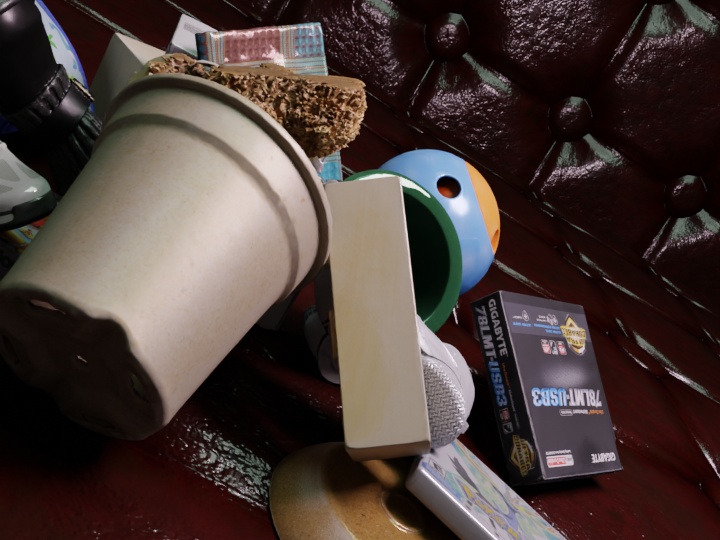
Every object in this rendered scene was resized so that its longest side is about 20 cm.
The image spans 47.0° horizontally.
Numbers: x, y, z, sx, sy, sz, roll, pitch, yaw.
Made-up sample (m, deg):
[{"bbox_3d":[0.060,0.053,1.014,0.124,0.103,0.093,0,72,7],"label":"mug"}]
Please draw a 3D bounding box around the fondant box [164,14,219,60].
[{"bbox_3d":[-0.197,-0.140,0.829,0.057,0.203,0.145,22,21,-17],"label":"fondant box"}]

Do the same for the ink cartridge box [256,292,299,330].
[{"bbox_3d":[-0.132,-0.043,0.886,0.145,0.087,0.201,27,18,-18],"label":"ink cartridge box"}]

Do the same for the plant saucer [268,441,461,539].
[{"bbox_3d":[0.024,0.196,0.634,0.197,0.036,0.201,30,19,-11],"label":"plant saucer"}]

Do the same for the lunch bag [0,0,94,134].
[{"bbox_3d":[-0.378,-0.216,0.831,0.200,0.128,0.170,45,19,5],"label":"lunch bag"}]

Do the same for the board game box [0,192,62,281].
[{"bbox_3d":[-0.234,-0.004,0.694,0.197,0.035,0.127,31,20,-9],"label":"board game box"}]

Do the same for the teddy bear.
[{"bbox_3d":[-0.094,-0.128,0.661,0.195,0.068,0.145,1,24,-18],"label":"teddy bear"}]

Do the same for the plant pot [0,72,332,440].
[{"bbox_3d":[-0.143,0.003,0.568,0.198,0.201,0.185,32,48,-3],"label":"plant pot"}]

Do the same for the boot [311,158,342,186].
[{"bbox_3d":[-0.105,-0.081,0.713,0.200,0.131,0.067,45,-15,-15],"label":"boot"}]

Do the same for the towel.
[{"bbox_3d":[-0.076,-0.123,0.775,0.145,0.205,0.021,-19,17,-41],"label":"towel"}]

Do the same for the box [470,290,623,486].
[{"bbox_3d":[0.214,0.133,0.936,0.198,0.049,0.203,12,61,-47],"label":"box"}]

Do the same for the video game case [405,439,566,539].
[{"bbox_3d":[0.125,0.216,0.691,0.199,0.022,0.182,42,7,6],"label":"video game case"}]

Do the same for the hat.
[{"bbox_3d":[0.000,0.000,0.870,0.198,0.169,0.175,31,-18,-23],"label":"hat"}]

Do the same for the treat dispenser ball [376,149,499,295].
[{"bbox_3d":[0.088,-0.057,1.103,0.198,0.203,0.202,29,19,-11],"label":"treat dispenser ball"}]

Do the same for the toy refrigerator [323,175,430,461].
[{"bbox_3d":[0.010,0.038,0.643,0.068,0.205,0.076,-6,-18,2],"label":"toy refrigerator"}]

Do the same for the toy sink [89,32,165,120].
[{"bbox_3d":[-0.220,-0.176,0.996,0.198,0.132,0.112,10,29,-49],"label":"toy sink"}]

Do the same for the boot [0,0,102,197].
[{"bbox_3d":[-0.259,-0.141,0.680,0.160,0.079,0.211,58,-11,-13],"label":"boot"}]

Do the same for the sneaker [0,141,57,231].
[{"bbox_3d":[-0.305,-0.102,0.600,0.197,0.118,0.075,18,31,26],"label":"sneaker"}]

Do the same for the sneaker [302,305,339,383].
[{"bbox_3d":[0.030,0.083,0.872,0.197,0.078,0.081,23,13,-33],"label":"sneaker"}]

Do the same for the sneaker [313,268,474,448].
[{"bbox_3d":[0.033,0.067,0.738,0.202,0.075,0.115,56,9,19],"label":"sneaker"}]
